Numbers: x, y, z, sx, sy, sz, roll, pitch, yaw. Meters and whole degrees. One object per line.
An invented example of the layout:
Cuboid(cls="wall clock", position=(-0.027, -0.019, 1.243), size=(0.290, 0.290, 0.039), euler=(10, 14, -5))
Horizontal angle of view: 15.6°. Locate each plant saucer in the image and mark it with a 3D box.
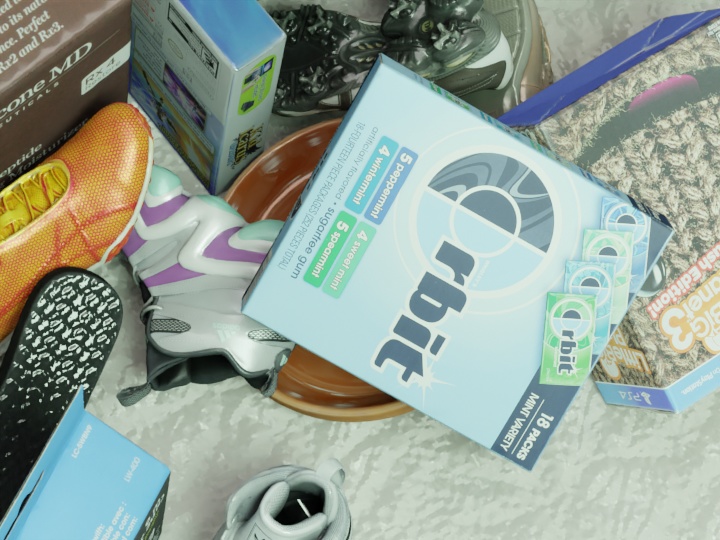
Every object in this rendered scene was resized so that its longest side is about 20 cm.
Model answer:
Cuboid(cls="plant saucer", position=(0.000, 0.000, 1.655), size=(0.198, 0.032, 0.202), euler=(-3, 68, 8))

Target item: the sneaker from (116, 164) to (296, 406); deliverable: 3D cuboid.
Cuboid(cls="sneaker", position=(-0.125, 0.016, 1.615), size=(0.199, 0.078, 0.141), euler=(21, 77, 25))

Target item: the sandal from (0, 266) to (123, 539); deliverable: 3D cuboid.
Cuboid(cls="sandal", position=(-0.206, 0.091, 1.592), size=(0.075, 0.048, 0.201), euler=(30, 90, -20))

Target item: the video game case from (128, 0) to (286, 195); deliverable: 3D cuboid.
Cuboid(cls="video game case", position=(-0.129, -0.167, 1.647), size=(0.045, 0.182, 0.200), euler=(-34, 76, -20))

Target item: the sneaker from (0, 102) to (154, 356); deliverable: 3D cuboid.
Cuboid(cls="sneaker", position=(-0.199, -0.021, 1.589), size=(0.200, 0.077, 0.073), euler=(-49, 57, 10))

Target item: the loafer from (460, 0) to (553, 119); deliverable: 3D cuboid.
Cuboid(cls="loafer", position=(0.096, -0.104, 1.722), size=(0.072, 0.063, 0.202), euler=(-17, 63, 32))

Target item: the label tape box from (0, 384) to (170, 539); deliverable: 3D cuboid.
Cuboid(cls="label tape box", position=(-0.167, 0.171, 1.494), size=(0.063, 0.200, 0.145), euler=(26, 67, 4))

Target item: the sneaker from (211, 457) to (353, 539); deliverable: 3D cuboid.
Cuboid(cls="sneaker", position=(-0.079, 0.185, 1.545), size=(0.075, 0.115, 0.200), euler=(44, 70, 11))

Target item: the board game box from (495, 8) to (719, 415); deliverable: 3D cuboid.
Cuboid(cls="board game box", position=(0.194, -0.038, 1.638), size=(0.159, 0.097, 0.201), euler=(-31, 102, -18))

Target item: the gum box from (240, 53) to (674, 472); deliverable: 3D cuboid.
Cuboid(cls="gum box", position=(0.056, -0.003, 1.546), size=(0.199, 0.045, 0.171), euler=(29, 100, -7))

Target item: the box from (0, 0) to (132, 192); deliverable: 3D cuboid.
Cuboid(cls="box", position=(-0.252, -0.134, 1.609), size=(0.166, 0.200, 0.164), euler=(-38, 77, -19))

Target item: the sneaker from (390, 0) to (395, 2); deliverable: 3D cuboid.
Cuboid(cls="sneaker", position=(0.003, -0.240, 1.763), size=(0.090, 0.078, 0.201), euler=(-14, 66, 5))

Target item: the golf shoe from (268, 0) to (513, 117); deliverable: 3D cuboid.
Cuboid(cls="golf shoe", position=(0.005, -0.125, 1.694), size=(0.199, 0.094, 0.078), euler=(-5, 64, 30))
